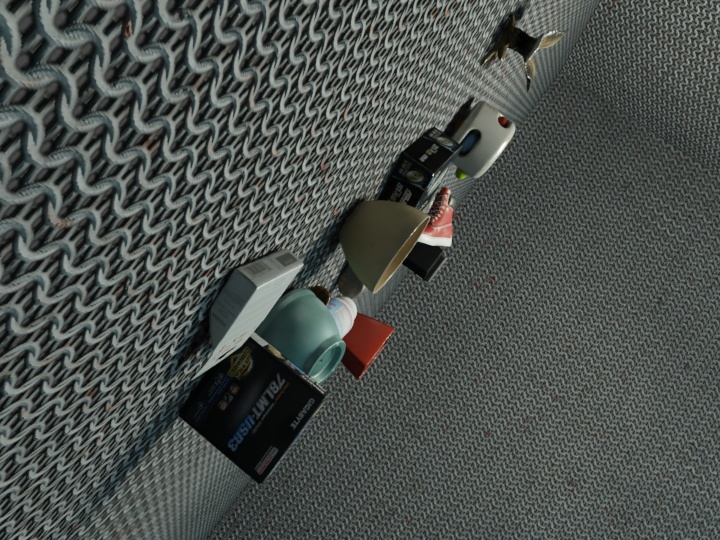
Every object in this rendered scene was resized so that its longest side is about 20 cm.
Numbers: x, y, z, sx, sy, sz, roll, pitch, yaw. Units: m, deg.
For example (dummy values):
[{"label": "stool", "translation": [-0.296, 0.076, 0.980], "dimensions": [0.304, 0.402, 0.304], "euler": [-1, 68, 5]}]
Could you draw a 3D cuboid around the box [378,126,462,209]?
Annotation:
[{"label": "box", "translation": [0.131, -0.209, 1.443], "dimensions": [0.164, 0.086, 0.200], "euler": [-46, 169, -45]}]

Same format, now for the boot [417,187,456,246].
[{"label": "boot", "translation": [0.170, -0.134, 1.503], "dimensions": [0.200, 0.072, 0.145], "euler": [-5, 106, -56]}]

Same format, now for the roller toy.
[{"label": "roller toy", "translation": [0.316, -0.360, 1.675], "dimensions": [0.200, 0.140, 0.182], "euler": [-54, -177, -13]}]

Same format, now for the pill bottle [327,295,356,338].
[{"label": "pill bottle", "translation": [-0.084, 0.135, 1.601], "dimensions": [0.109, 0.109, 0.200], "euler": [-57, 172, 26]}]

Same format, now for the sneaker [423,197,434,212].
[{"label": "sneaker", "translation": [0.162, -0.162, 1.877], "dimensions": [0.200, 0.074, 0.116], "euler": [-46, 166, -50]}]

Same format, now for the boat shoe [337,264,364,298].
[{"label": "boat shoe", "translation": [0.000, 0.000, 1.642], "dimensions": [0.072, 0.076, 0.200], "euler": [-48, 173, -45]}]

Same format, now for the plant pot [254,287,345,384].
[{"label": "plant pot", "translation": [-0.116, 0.154, 1.247], "dimensions": [0.200, 0.134, 0.200], "euler": [-44, 156, -26]}]

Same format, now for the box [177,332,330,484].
[{"label": "box", "translation": [-0.190, 0.238, 1.097], "dimensions": [0.200, 0.198, 0.050], "euler": [-53, 170, 7]}]

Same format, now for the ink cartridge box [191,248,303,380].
[{"label": "ink cartridge box", "translation": [-0.187, 0.064, 0.959], "dimensions": [0.200, 0.047, 0.160], "euler": [-51, 174, 22]}]

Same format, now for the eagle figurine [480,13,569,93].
[{"label": "eagle figurine", "translation": [0.398, -0.519, 1.450], "dimensions": [0.152, 0.200, 0.151], "euler": [-15, -111, 47]}]

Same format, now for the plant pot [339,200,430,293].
[{"label": "plant pot", "translation": [0.035, -0.070, 1.307], "dimensions": [0.200, 0.134, 0.200], "euler": [-52, 172, -11]}]

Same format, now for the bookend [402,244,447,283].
[{"label": "bookend", "translation": [0.135, -0.078, 1.627], "dimensions": [0.092, 0.199, 0.200], "euler": [-52, 171, -9]}]

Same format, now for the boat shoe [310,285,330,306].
[{"label": "boat shoe", "translation": [-0.137, 0.125, 1.406], "dimensions": [0.200, 0.072, 0.072], "euler": [-57, 174, -10]}]

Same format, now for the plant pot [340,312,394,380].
[{"label": "plant pot", "translation": [-0.007, 0.282, 2.442], "dimensions": [0.200, 0.176, 0.200], "euler": [-49, 170, -25]}]
